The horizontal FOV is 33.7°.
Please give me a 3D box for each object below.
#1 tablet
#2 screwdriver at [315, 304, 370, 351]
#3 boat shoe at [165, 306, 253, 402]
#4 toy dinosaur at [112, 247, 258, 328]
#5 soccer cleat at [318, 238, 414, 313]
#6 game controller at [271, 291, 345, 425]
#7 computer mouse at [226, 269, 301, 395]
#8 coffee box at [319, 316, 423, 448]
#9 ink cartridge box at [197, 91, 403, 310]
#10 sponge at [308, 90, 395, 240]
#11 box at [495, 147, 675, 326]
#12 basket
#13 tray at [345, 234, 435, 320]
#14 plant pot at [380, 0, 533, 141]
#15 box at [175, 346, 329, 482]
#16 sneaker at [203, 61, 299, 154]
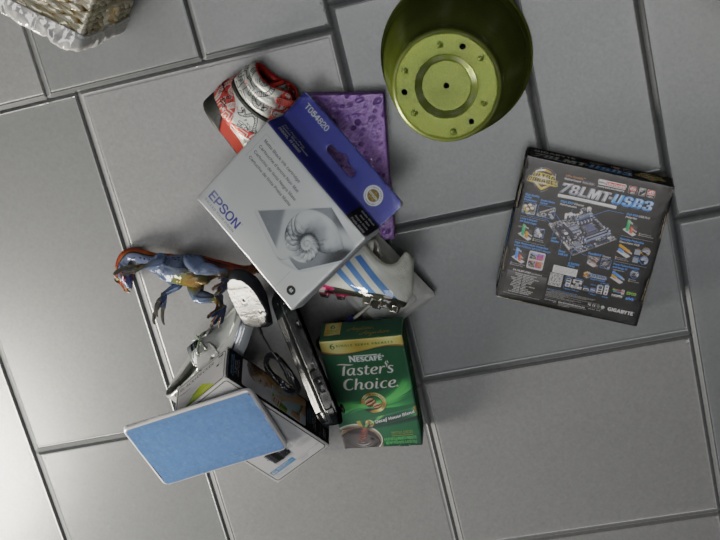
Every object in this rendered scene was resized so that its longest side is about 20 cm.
[{"bbox_3d":[-0.214,0.230,1.645,0.197,0.014,0.131,-18,128,13],"label":"tablet"},{"bbox_3d":[-0.002,0.056,1.626,0.029,0.028,0.200,13,140,-30],"label":"screwdriver"},{"bbox_3d":[-0.214,0.122,1.683,0.066,0.074,0.202,22,113,-20],"label":"boat shoe"},{"bbox_3d":[-0.255,0.009,1.668,0.180,0.199,0.106,32,135,31],"label":"toy dinosaur"},{"bbox_3d":[-0.019,-0.005,1.574,0.197,0.070,0.088,13,82,18],"label":"soccer cleat"},{"bbox_3d":[-0.071,0.117,1.628,0.042,0.104,0.203,-22,86,1],"label":"game controller"},{"bbox_3d":[-0.126,0.082,1.626,0.058,0.034,0.202,-4,119,37],"label":"computer mouse"},{"bbox_3d":[0.017,0.160,1.660,0.121,0.044,0.203,-4,124,10],"label":"coffee box"},{"bbox_3d":[-0.079,-0.088,1.516,0.200,0.041,0.200,-44,84,18],"label":"ink cartridge box"},{"bbox_3d":[-0.015,-0.139,1.587,0.109,0.030,0.203,-1,110,10],"label":"sponge"},{"bbox_3d":[0.293,-0.043,1.566,0.197,0.050,0.202,12,111,5],"label":"box"},{"bbox_3d":[-0.372,-0.393,1.458,0.198,0.199,0.162,29,110,-3],"label":"basket"},{"bbox_3d":[0.000,0.000,1.618,0.107,0.022,0.200,-35,110,27],"label":"tray"},{"bbox_3d":[0.111,-0.243,1.442,0.197,0.193,0.204,3,111,7],"label":"plant pot"},{"bbox_3d":[-0.152,0.206,1.675,0.116,0.061,0.199,-36,122,25],"label":"box"},{"bbox_3d":[-0.108,-0.177,1.567,0.107,0.067,0.202,-36,99,21],"label":"sneaker"}]
